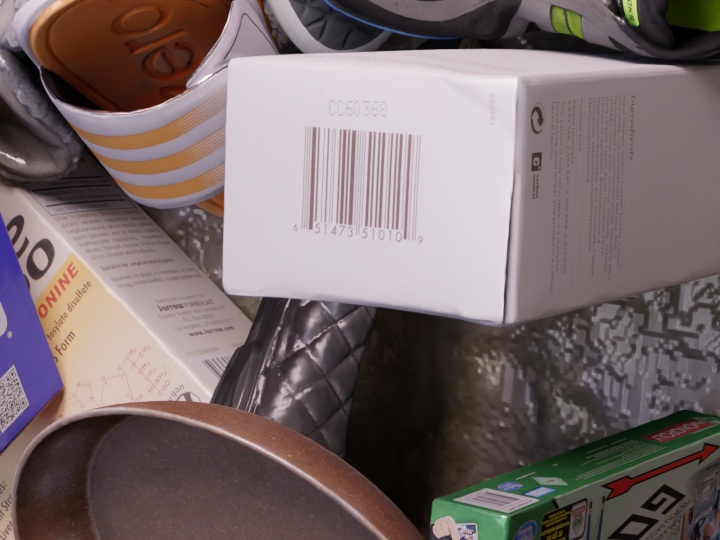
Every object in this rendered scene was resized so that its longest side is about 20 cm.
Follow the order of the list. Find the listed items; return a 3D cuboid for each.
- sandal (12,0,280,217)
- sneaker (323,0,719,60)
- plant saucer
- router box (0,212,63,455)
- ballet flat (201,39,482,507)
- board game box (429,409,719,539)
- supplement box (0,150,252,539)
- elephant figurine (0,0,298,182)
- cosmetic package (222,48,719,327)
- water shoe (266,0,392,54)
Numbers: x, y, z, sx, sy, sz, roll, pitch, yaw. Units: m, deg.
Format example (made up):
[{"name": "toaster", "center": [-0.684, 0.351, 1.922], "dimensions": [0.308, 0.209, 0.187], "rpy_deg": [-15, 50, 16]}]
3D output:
[{"name": "sandal", "center": [-0.053, -0.050, 0.924], "dimensions": [0.079, 0.207, 0.059], "rpy_deg": [-24, 63, 10]}, {"name": "sneaker", "center": [0.083, -0.110, 0.864], "dimensions": [0.199, 0.083, 0.071], "rpy_deg": [6, 95, 2]}, {"name": "plant saucer", "center": [-0.038, 0.120, 0.930], "dimensions": [0.200, 0.034, 0.201], "rpy_deg": [20, 135, 21]}, {"name": "router box", "center": [-0.226, -0.029, 0.980], "dimensions": [0.179, 0.049, 0.200], "rpy_deg": [3, 124, 32]}, {"name": "ballet flat", "center": [0.000, 0.000, 0.958], "dimensions": [0.200, 0.057, 0.066], "rpy_deg": [-64, 19, -8]}, {"name": "board game box", "center": [0.076, 0.128, 0.863], "dimensions": [0.029, 0.200, 0.135], "rpy_deg": [10, 101, 29]}, {"name": "supplement box", "center": [-0.124, 0.040, 1.047], "dimensions": [0.200, 0.073, 0.126], "rpy_deg": [44, 114, 20]}, {"name": "elephant figurine", "center": [-0.137, -0.110, 0.997], "dimensions": [0.200, 0.141, 0.155], "rpy_deg": [-27, 86, 48]}, {"name": "cosmetic package", "center": [0.052, -0.034, 0.862], "dimensions": [0.113, 0.200, 0.081], "rpy_deg": [7, 97, 33]}, {"name": "water shoe", "center": [-0.035, -0.172, 0.916], "dimensions": [0.079, 0.071, 0.200], "rpy_deg": [2, 112, 67]}]
